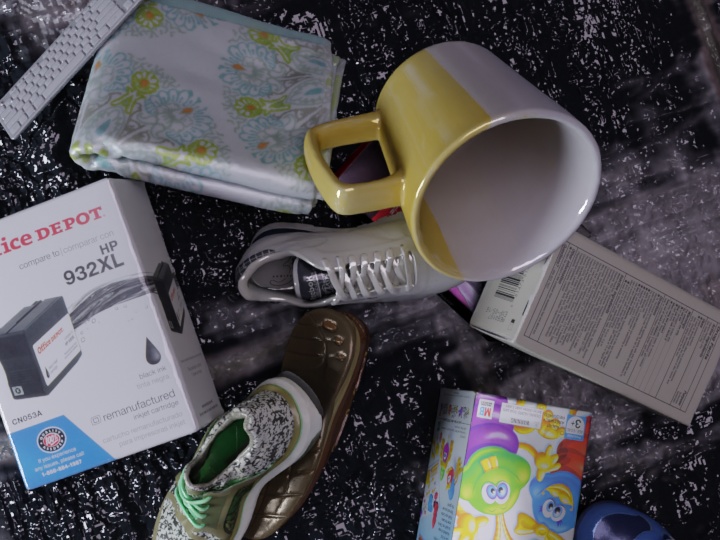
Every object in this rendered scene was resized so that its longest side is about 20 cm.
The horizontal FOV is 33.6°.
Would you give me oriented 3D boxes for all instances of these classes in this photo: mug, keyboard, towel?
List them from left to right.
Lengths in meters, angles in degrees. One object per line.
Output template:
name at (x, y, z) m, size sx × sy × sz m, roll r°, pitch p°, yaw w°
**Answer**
keyboard at (-0.217, -0.189, 0.948) m, size 0.200 × 0.056 × 0.011 m, roll -47°, pitch 130°, yaw 3°
towel at (-0.114, -0.136, 0.946) m, size 0.199 × 0.048 × 0.172 m, roll 12°, pitch 52°, yaw -9°
mug at (0.068, -0.102, 0.897) m, size 0.186 × 0.153 × 0.150 m, roll 19°, pitch 120°, yaw -36°

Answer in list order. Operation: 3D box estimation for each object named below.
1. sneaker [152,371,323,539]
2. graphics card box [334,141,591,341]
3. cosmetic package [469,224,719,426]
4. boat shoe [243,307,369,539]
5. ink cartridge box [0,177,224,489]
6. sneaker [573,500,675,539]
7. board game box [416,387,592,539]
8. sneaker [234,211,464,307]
sneaker at (-0.117, 0.158, 0.912) m, size 0.077 × 0.089 × 0.200 m, roll 45°, pitch 112°, yaw 25°
graphics card box at (0.082, -0.049, 1.013) m, size 0.200 × 0.051 × 0.126 m, roll 43°, pitch 79°, yaw -6°
cosmetic package at (0.201, 0.042, 0.983) m, size 0.200 × 0.073 × 0.104 m, roll 26°, pitch 87°, yaw -27°
boat shoe at (-0.044, 0.126, 0.963) m, size 0.072 × 0.068 × 0.201 m, roll 28°, pitch 98°, yaw 25°
ink cartridge box at (-0.211, 0.046, 0.916) m, size 0.145 × 0.084 × 0.201 m, roll -20°, pitch 89°, yaw 7°
sneaker at (0.266, 0.270, 1.007) m, size 0.200 × 0.082 × 0.074 m, roll 42°, pitch 81°, yaw -3°
board game box at (0.110, 0.204, 0.972) m, size 0.103 × 0.105 × 0.201 m, roll 11°, pitch 84°, yaw -10°
sneaker at (0.000, 0.000, 0.950) m, size 0.199 × 0.081 × 0.077 m, roll -6°, pitch 105°, yaw 9°
